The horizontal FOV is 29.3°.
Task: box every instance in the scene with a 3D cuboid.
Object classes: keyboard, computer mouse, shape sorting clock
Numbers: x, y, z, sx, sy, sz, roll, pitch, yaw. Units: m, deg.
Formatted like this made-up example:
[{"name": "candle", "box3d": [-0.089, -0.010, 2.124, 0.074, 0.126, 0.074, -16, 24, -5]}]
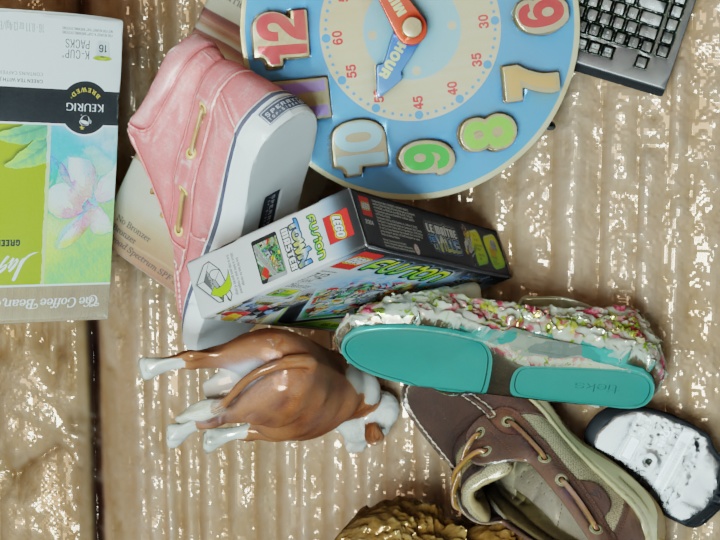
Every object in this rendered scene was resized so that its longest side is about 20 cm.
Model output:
[{"name": "keyboard", "box3d": [0.090, -0.147, 0.830, 0.200, 0.021, 0.127, 19, 101, 9]}, {"name": "computer mouse", "box3d": [0.227, 0.141, 0.828, 0.200, 0.034, 0.059, 31, 96, 12]}, {"name": "shape sorting clock", "box3d": [0.030, -0.140, 0.799, 0.200, 0.039, 0.200, 0, 100, -1]}]

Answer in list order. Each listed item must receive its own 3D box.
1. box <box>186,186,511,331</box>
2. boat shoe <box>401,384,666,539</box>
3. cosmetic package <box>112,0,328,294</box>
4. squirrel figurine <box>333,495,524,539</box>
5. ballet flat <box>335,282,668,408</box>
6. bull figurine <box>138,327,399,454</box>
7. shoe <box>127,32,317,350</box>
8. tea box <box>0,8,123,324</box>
[{"name": "box", "box3d": [0.000, 0.000, 0.813, 0.110, 0.200, 0.035, -23, 74, 25]}, {"name": "boat shoe", "box3d": [0.088, 0.120, 0.836, 0.200, 0.072, 0.072, 39, 127, 33]}, {"name": "cosmetic package", "box3d": [-0.076, -0.083, 0.899, 0.103, 0.087, 0.200, 32, 108, 17]}, {"name": "squirrel figurine", "box3d": [0.049, 0.245, 0.861, 0.187, 0.142, 0.200, 32, 111, 11]}, {"name": "ballet flat", "box3d": [0.085, 0.041, 0.829, 0.200, 0.064, 0.076, 10, 137, -3]}, {"name": "bull figurine", "box3d": [-0.050, 0.078, 0.853, 0.121, 0.200, 0.065, -14, 70, 10]}, {"name": "shoe", "box3d": [-0.091, -0.041, 0.821, 0.091, 0.071, 0.200, 39, 135, 22]}, {"name": "tea box", "box3d": [-0.260, -0.076, 0.915, 0.200, 0.133, 0.197, 15, 105, 55]}]
